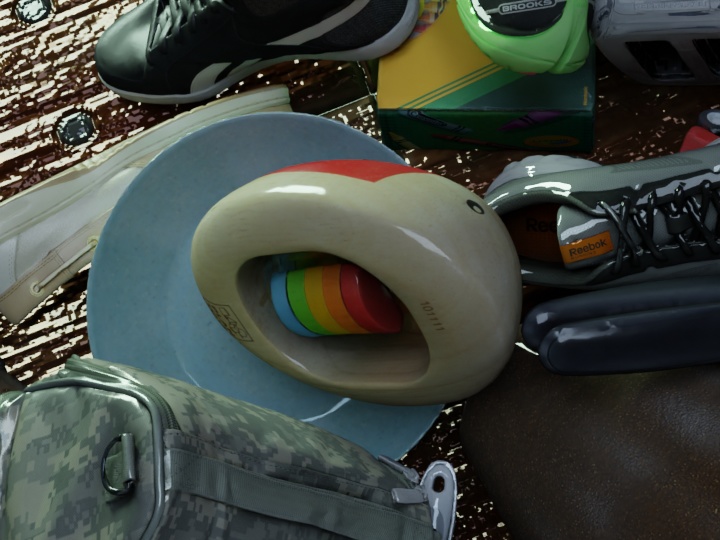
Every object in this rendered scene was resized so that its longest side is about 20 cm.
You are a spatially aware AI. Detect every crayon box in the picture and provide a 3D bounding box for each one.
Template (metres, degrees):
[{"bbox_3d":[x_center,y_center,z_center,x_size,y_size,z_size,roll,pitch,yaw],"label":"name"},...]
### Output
[{"bbox_3d":[0.073,-0.168,1.031,0.117,0.058,0.202,1,71,7],"label":"crayon box"}]

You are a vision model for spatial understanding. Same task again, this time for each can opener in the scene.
[{"bbox_3d":[0.170,0.017,0.827,0.198,0.063,0.079,-9,101,-3],"label":"can opener"}]

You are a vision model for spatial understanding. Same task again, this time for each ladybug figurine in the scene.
[{"bbox_3d":[0.000,0.000,0.875,0.199,0.136,0.072,0,42,46],"label":"ladybug figurine"}]

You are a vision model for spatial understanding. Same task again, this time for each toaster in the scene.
[{"bbox_3d":[0.175,-0.173,0.967,0.112,0.200,0.131,1,85,17],"label":"toaster"}]

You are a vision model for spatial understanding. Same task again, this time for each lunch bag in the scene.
[{"bbox_3d":[-0.081,0.121,0.835,0.167,0.199,0.141,-18,62,37],"label":"lunch bag"}]

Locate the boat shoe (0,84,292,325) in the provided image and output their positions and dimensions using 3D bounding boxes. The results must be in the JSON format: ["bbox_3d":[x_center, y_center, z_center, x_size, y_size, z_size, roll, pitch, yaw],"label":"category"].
[{"bbox_3d":[-0.118,-0.035,1.005,0.199,0.074,0.070,-27,94,-8],"label":"boat shoe"}]

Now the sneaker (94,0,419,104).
[{"bbox_3d":[-0.078,-0.152,0.986,0.198,0.112,0.074,-9,64,25],"label":"sneaker"}]

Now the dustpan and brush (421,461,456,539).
[{"bbox_3d":[0.023,0.196,0.899,0.138,0.057,0.202,9,72,9],"label":"dustpan and brush"}]

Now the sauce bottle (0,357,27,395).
[{"bbox_3d":[-0.182,0.107,0.960,0.064,0.065,0.201,-25,68,-3],"label":"sauce bottle"}]

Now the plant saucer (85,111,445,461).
[{"bbox_3d":[-0.042,0.019,0.968,0.199,0.039,0.203,0,92,2],"label":"plant saucer"}]

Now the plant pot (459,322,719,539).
[{"bbox_3d":[0.148,0.108,0.878,0.200,0.187,0.187,37,78,29],"label":"plant pot"}]

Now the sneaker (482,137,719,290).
[{"bbox_3d":[0.141,-0.021,0.872,0.198,0.079,0.075,-6,103,27],"label":"sneaker"}]

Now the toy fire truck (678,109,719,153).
[{"bbox_3d":[0.268,-0.056,0.941,0.141,0.049,0.199,32,43,33],"label":"toy fire truck"}]

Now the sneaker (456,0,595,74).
[{"bbox_3d":[0.065,-0.177,0.937,0.076,0.084,0.200,-3,38,-37],"label":"sneaker"}]
